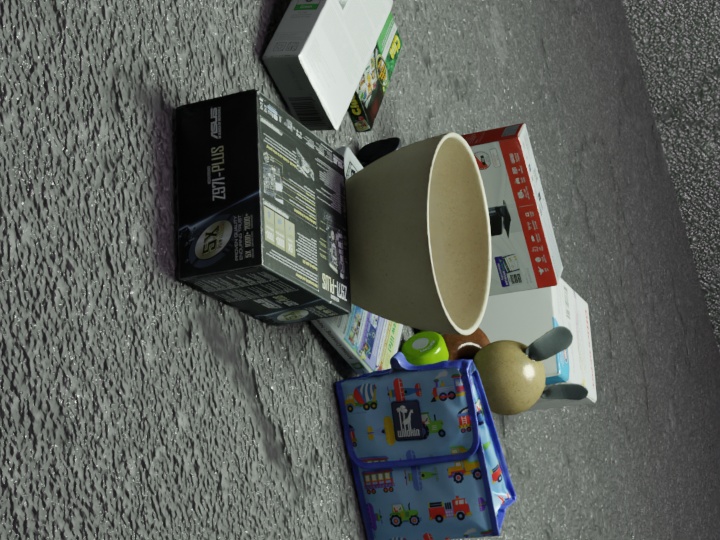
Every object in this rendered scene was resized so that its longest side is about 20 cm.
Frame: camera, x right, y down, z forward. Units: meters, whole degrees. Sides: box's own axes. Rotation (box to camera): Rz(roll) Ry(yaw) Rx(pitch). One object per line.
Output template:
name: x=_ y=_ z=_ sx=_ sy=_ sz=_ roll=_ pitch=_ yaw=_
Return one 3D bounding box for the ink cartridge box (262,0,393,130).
ink cartridge box: x=-0.031 y=-0.259 z=1.640 sx=0.109 sy=0.050 sz=0.201 roll=61 pitch=41 yaw=-44

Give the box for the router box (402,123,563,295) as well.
router box: x=0.140 y=-0.066 z=1.884 sx=0.049 sy=0.178 sz=0.202 roll=-59 pitch=135 yaw=-59

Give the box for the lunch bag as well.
lunch bag: x=0.066 y=0.180 z=1.626 sx=0.094 sy=0.149 sz=0.202 roll=-48 pitch=126 yaw=-64

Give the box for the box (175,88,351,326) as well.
box: x=-0.087 y=-0.052 z=1.413 sx=0.200 sy=0.085 sz=0.166 roll=30 pitch=53 yaw=-64

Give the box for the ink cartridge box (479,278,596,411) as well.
ink cartridge box: x=0.226 y=0.101 z=2.083 sx=0.200 sy=0.144 sz=0.149 roll=34 pitch=50 yaw=-62

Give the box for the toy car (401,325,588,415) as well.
toy car: x=0.173 y=0.119 z=1.862 sx=0.158 sy=0.198 sz=0.165 roll=-70 pitch=145 yaw=-51

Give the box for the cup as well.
cup: x=0.037 y=-0.033 z=1.549 sx=0.200 sy=0.142 sz=0.203 roll=-3 pitch=90 yaw=-68

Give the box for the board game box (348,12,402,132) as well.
board game box: x=0.009 y=-0.264 z=1.843 sx=0.201 sy=0.023 sz=0.105 roll=-71 pitch=144 yaw=-50

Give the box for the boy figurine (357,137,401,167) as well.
boy figurine: x=0.053 y=-0.054 z=1.814 sx=0.125 sy=0.064 sz=0.201 roll=-75 pitch=145 yaw=-49

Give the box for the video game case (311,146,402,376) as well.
video game case: x=0.000 y=0.000 z=1.654 sx=0.182 sy=0.022 sz=0.202 roll=50 pitch=42 yaw=-42
